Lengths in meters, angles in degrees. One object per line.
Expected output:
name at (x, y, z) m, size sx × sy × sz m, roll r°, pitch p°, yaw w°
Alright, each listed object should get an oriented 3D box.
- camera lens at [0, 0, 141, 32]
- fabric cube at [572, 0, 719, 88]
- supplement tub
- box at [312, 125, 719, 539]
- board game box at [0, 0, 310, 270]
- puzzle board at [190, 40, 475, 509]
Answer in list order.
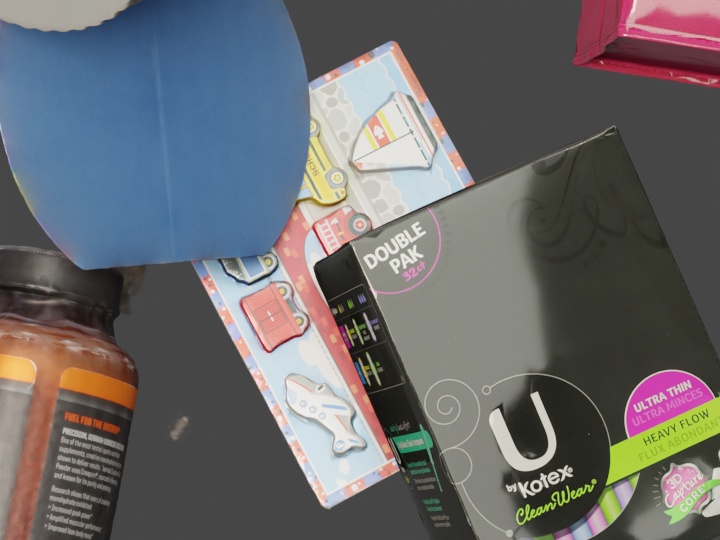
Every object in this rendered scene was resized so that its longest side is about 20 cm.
camera lens at (-0.113, -0.223, 1.256) m, size 0.160 × 0.160 × 0.200 m, roll 32°, pitch 47°, yaw 2°
fabric cube at (0.223, -0.190, 1.355) m, size 0.195 × 0.200 × 0.200 m, roll 8°, pitch 90°, yaw -3°
supplement tub at (-0.167, 0.092, 1.344) m, size 0.107 × 0.107 × 0.201 m, roll 11°, pitch 80°, yaw -1°
box at (0.087, 0.053, 1.342) m, size 0.148 × 0.124 × 0.201 m, roll -23°, pitch 89°, yaw -11°
board game box at (-0.110, -0.081, 1.361) m, size 0.200 × 0.039 × 0.159 m, roll -6°, pitch 90°, yaw -43°
puzzle board at (0.000, 0.000, 1.414) m, size 0.150 × 0.017 × 0.200 m, roll -28°, pitch 84°, yaw -7°
